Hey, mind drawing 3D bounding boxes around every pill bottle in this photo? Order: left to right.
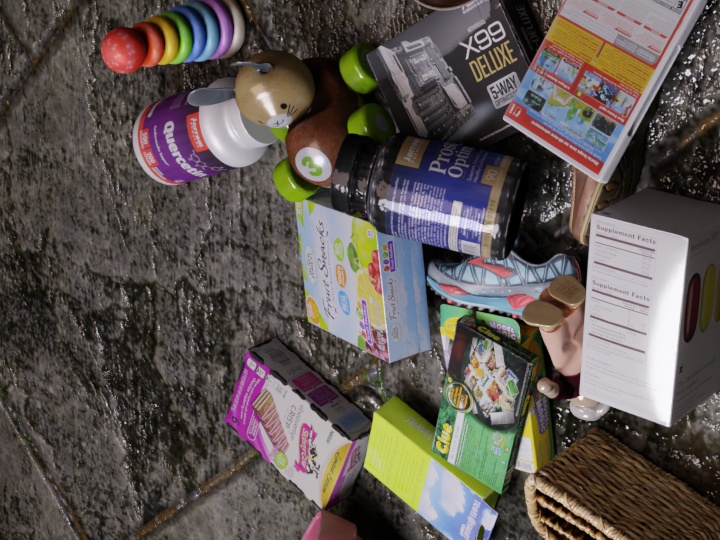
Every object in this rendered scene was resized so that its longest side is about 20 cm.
[{"bbox_3d":[-0.191,-0.178,1.721,0.199,0.112,0.113,-11,100,43],"label":"pill bottle"},{"bbox_3d":[0.074,-0.085,1.456,0.198,0.112,0.113,14,118,12],"label":"pill bottle"}]

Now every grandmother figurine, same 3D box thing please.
[{"bbox_3d":[0.231,0.091,1.448,0.061,0.121,0.201,47,167,44],"label":"grandmother figurine"}]

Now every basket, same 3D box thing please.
[{"bbox_3d":[0.275,0.295,1.474,0.199,0.149,0.144,32,126,27],"label":"basket"}]

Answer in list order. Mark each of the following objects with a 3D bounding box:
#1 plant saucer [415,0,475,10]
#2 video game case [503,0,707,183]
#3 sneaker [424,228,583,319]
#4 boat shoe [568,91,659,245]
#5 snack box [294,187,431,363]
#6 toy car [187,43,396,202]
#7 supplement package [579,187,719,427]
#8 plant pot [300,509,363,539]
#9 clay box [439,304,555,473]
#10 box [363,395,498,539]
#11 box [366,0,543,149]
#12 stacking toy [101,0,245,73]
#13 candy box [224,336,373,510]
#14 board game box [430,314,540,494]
[{"bbox_3d":[0.107,-0.368,1.405,0.199,0.032,0.202,-4,84,46],"label":"plant saucer"},{"bbox_3d":[0.236,-0.206,1.334,0.143,0.017,0.201,39,109,38],"label":"video game case"},{"bbox_3d":[0.165,-0.001,1.520,0.199,0.079,0.096,12,98,33],"label":"sneaker"},{"bbox_3d":[0.248,-0.126,1.389,0.067,0.072,0.202,28,118,36],"label":"boat shoe"},{"bbox_3d":[0.000,0.000,1.616,0.200,0.067,0.170,22,123,58],"label":"snack box"},{"bbox_3d":[-0.089,-0.187,1.546,0.164,0.199,0.159,-28,59,39],"label":"toy car"},{"bbox_3d":[0.300,0.034,1.371,0.109,0.113,0.202,18,118,37],"label":"supplement package"},{"bbox_3d":[-0.013,0.438,1.753,0.178,0.201,0.201,26,128,-3],"label":"plant pot"},{"bbox_3d":[0.158,0.128,1.565,0.114,0.048,0.201,12,122,38],"label":"clay box"},{"bbox_3d":[0.095,0.258,1.672,0.200,0.048,0.122,37,142,24],"label":"box"},{"bbox_3d":[0.115,-0.209,1.482,0.199,0.050,0.159,-24,90,44],"label":"box"},{"bbox_3d":[-0.235,-0.286,1.656,0.085,0.199,0.086,16,117,36],"label":"stacking toy"},{"bbox_3d":[-0.083,0.205,1.815,0.200,0.061,0.137,37,127,24],"label":"candy box"},{"bbox_3d":[0.140,0.154,1.545,0.104,0.023,0.201,28,131,25],"label":"board game box"}]
